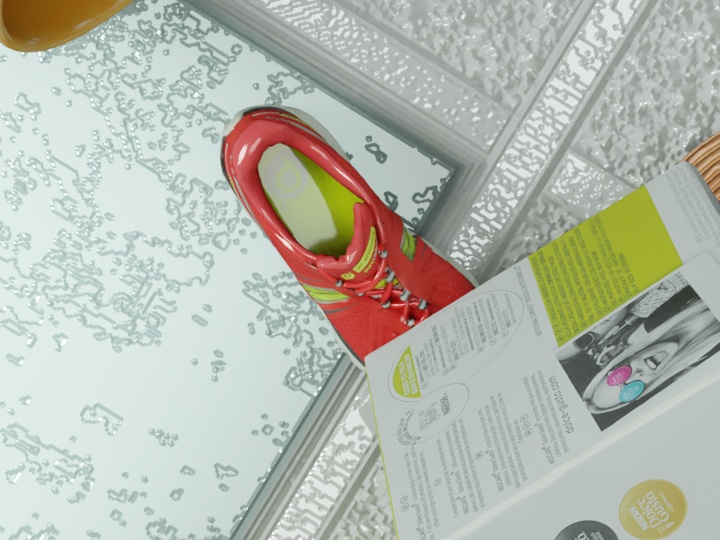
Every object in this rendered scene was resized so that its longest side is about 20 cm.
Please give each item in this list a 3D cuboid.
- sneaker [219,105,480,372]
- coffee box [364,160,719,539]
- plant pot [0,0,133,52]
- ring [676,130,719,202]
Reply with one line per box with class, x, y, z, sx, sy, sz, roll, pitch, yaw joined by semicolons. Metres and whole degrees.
sneaker;0.000;0.000;1.213;0.200;0.085;0.077;44;92;-5
coffee box;0.138;0.108;1.134;0.197;0.200;0.200;-32;114;9
plant pot;-0.164;-0.239;1.146;0.183;0.200;0.200;43;92;10
ring;0.235;0.014;1.257;0.199;0.019;0.202;0;94;-2
